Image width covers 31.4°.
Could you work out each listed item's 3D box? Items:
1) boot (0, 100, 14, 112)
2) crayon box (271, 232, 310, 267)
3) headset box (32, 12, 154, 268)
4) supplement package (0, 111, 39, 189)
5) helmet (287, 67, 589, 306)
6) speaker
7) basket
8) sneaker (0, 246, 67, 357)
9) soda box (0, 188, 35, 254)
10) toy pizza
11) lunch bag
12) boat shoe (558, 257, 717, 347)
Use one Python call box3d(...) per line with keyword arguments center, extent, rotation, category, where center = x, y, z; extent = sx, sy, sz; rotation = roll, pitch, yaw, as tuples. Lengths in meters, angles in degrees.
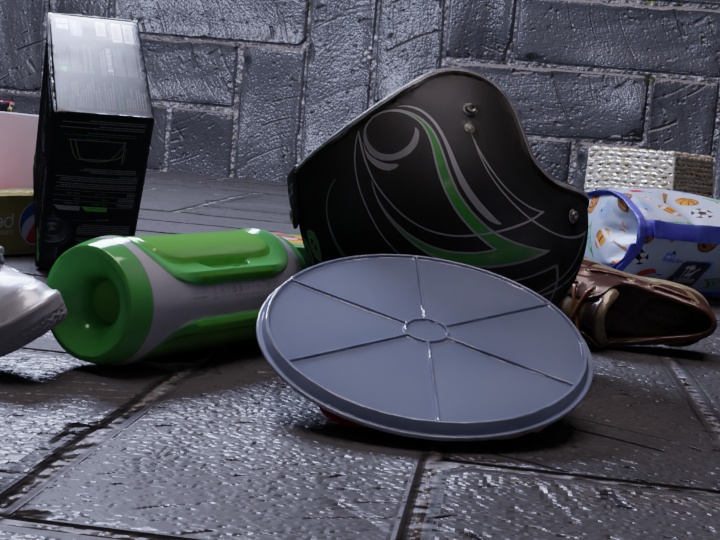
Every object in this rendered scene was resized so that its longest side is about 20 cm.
box3d(center=(-0.531, -0.177, 1.904), extent=(0.200, 0.151, 0.073), rotation=(-1, 9, -43), category="boot")
box3d(center=(0.000, 0.000, 1.224), extent=(0.200, 0.051, 0.127), rotation=(6, 6, 1), category="crayon box")
box3d(center=(-0.267, -0.119, 1.254), extent=(0.093, 0.200, 0.174), rotation=(2, 41, -18), category="headset box")
box3d(center=(-0.388, -0.115, 1.525), extent=(0.200, 0.120, 0.121), rotation=(8, -8, 28), category="supplement package")
box3d(center=(0.062, -0.030, 0.935), extent=(0.200, 0.191, 0.200), rotation=(-33, -3, -2), category="helmet")
box3d(center=(-0.117, 0.015, 0.870), extent=(0.088, 0.089, 0.200), rotation=(9, 8, 30), category="speaker")
box3d(center=(0.546, -0.147, 2.419), extent=(0.198, 0.161, 0.200), rotation=(9, 6, 38), category="basket")
box3d(center=(-0.269, -0.011, 0.784), extent=(0.200, 0.115, 0.075), rotation=(7, 33, 38), category="sneaker")
box3d(center=(-0.380, -0.051, 1.319), extent=(0.068, 0.064, 0.200), rotation=(9, 8, 33), category="soda box")
box3d(center=(0.037, 0.048, 0.761), extent=(0.200, 0.032, 0.200), rotation=(6, 28, -3), category="toy pizza")
box3d(center=(0.351, -0.033, 1.469), extent=(0.170, 0.124, 0.200), rotation=(4, -1, -14), category="lunch bag")
box3d(center=(0.193, 0.029, 1.053), extent=(0.200, 0.072, 0.072), rotation=(12, 6, 3), category="boat shoe")
